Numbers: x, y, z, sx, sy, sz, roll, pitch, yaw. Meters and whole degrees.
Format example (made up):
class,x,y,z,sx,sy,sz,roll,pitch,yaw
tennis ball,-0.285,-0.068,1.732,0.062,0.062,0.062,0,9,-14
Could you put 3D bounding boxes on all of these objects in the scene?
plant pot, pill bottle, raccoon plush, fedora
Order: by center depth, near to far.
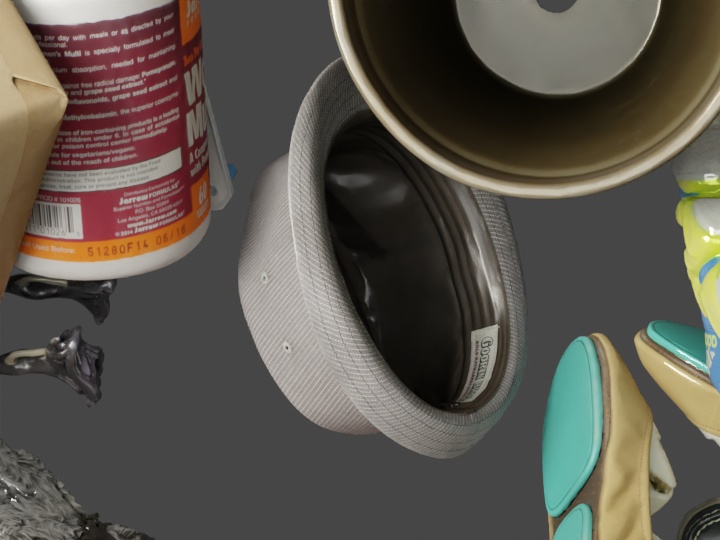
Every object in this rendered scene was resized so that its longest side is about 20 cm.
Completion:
class,x,y,z,sx,sy,sz,roll,pitch,yaw
pill bottle,-0.128,-0.106,1.227,0.109,0.110,0.201,2,118,6
plant pot,0.092,-0.136,1.263,0.198,0.174,0.202,0,93,7
fedora,0.000,0.000,1.307,0.090,0.177,0.201,-19,91,37
raccoon plush,-0.188,0.179,1.360,0.199,0.097,0.134,34,111,-2

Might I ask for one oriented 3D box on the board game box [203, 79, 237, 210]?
class,x,y,z,sx,sy,sz,roll,pitch,yaw
board game box,-0.174,-0.117,1.315,0.199,0.026,0.201,-5,116,20

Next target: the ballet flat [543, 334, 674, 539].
class,x,y,z,sx,sy,sz,roll,pitch,yaw
ballet flat,0.122,0.121,1.285,0.063,0.201,0.069,22,137,-15

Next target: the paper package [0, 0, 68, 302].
class,x,y,z,sx,sy,sz,roll,pitch,yaw
paper package,-0.235,-0.076,1.208,0.103,0.200,0.191,-21,67,-29

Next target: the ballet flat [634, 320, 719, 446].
class,x,y,z,sx,sy,sz,roll,pitch,yaw
ballet flat,0.224,0.086,1.317,0.199,0.069,0.063,20,110,7

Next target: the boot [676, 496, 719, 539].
class,x,y,z,sx,sy,sz,roll,pitch,yaw
boot,0.216,0.211,1.278,0.073,0.154,0.205,-25,90,7

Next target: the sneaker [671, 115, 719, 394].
class,x,y,z,sx,sy,sz,roll,pitch,yaw
sneaker,0.186,-0.004,1.281,0.075,0.201,0.106,2,129,6

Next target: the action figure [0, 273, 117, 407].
class,x,y,z,sx,sy,sz,roll,pitch,yaw
action figure,-0.227,0.026,1.330,0.199,0.102,0.120,8,56,-10
